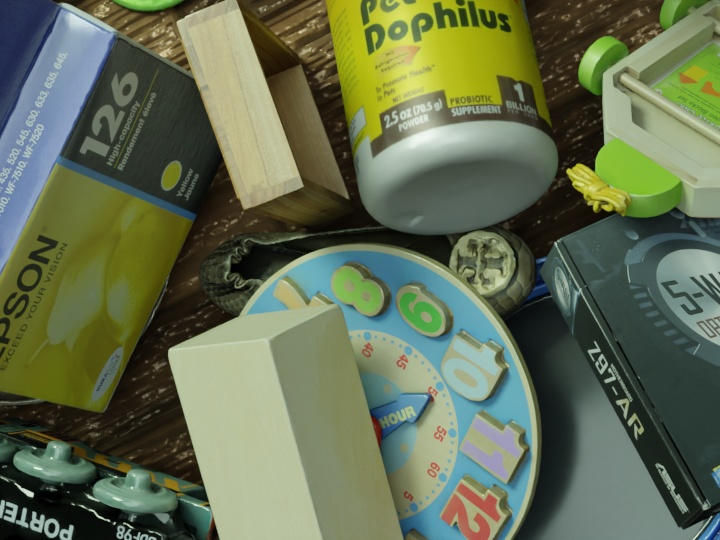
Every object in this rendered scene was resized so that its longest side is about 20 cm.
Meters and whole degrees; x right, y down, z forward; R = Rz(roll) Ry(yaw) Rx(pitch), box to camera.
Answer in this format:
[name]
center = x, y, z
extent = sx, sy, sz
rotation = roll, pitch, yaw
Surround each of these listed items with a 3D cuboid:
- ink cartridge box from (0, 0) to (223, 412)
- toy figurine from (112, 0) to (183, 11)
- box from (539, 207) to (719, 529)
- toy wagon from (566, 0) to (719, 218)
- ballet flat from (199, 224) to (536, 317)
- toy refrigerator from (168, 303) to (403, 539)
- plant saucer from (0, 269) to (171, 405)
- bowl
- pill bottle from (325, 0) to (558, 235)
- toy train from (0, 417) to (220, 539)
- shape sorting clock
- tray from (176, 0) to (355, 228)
[ink cartridge box]
center = -0.159, -0.031, 0.944
extent = 0.047, 0.200, 0.199
rotation = 28, 93, 25
[toy figurine]
center = -0.171, -0.245, 0.987
extent = 0.150, 0.184, 0.201
rotation = -35, 85, 5
[box]
center = 0.220, 0.023, 0.952
extent = 0.199, 0.044, 0.161
rotation = -22, 72, -15
[toy wagon]
center = 0.189, -0.081, 0.956
extent = 0.199, 0.040, 0.155
rotation = -35, 52, -24
[ballet flat]
center = 0.000, 0.000, 1.009
extent = 0.198, 0.046, 0.068
rotation = 1, 69, 19
[toy refrigerator]
center = -0.029, 0.124, 0.948
extent = 0.075, 0.070, 0.202
rotation = -8, 100, 40
[plant saucer]
center = -0.204, -0.022, 1.063
extent = 0.198, 0.032, 0.202
rotation = 0, 88, 8
[bowl]
center = 0.126, 0.092, 1.001
extent = 0.199, 0.039, 0.203
rotation = -2, 82, 14
[pill bottle]
center = 0.039, -0.129, 0.979
extent = 0.108, 0.109, 0.202
rotation = -13, 66, 7
[toy train]
center = -0.157, 0.134, 0.993
extent = 0.198, 0.114, 0.086
rotation = 14, 96, 23
[shape sorting clock]
center = 0.005, 0.085, 0.978
extent = 0.198, 0.039, 0.202
rotation = 5, 102, 24
[tray]
center = -0.047, -0.078, 0.959
extent = 0.037, 0.200, 0.099
rotation = -20, 86, 7
